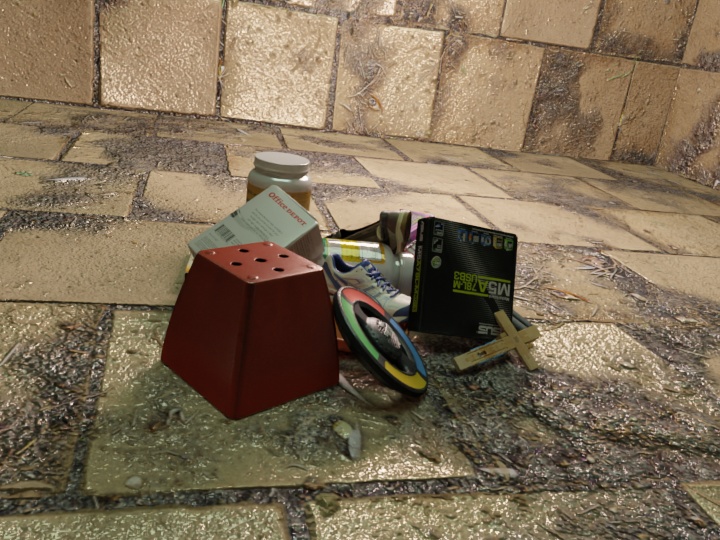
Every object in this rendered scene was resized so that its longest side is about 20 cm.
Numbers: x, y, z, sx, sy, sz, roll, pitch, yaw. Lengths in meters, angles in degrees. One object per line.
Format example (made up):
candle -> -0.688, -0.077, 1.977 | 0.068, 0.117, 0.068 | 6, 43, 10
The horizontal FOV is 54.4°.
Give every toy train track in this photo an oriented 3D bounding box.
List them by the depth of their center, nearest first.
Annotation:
toy train track -> 0.228, 0.136, 1.185 | 0.198, 0.033, 0.115 | -15, 65, -35

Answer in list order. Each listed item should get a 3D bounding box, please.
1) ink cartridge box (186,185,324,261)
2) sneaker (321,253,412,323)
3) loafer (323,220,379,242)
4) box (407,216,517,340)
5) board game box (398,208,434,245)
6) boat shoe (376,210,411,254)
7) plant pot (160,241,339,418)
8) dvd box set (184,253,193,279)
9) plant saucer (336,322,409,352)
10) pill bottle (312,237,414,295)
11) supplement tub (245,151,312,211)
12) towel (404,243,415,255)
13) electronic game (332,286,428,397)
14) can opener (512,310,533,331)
ink cartridge box -> -0.184, -0.041, 1.258 | 0.199, 0.085, 0.146 | -36, 55, -19
sneaker -> 0.015, 0.029, 1.225 | 0.198, 0.089, 0.075 | 16, 19, 17
loafer -> -0.022, -0.073, 1.524 | 0.198, 0.063, 0.072 | -9, 28, 17
box -> 0.181, 0.019, 1.218 | 0.198, 0.196, 0.047 | 10, -9, -28
board game box -> 0.062, -0.075, 1.571 | 0.199, 0.033, 0.120 | -34, 26, -27
boat shoe -> 0.065, -0.076, 1.398 | 0.064, 0.074, 0.200 | 19, -19, 6
plant pot -> -0.153, 0.066, 1.015 | 0.199, 0.178, 0.199 | -12, 28, -43
dvd box set -> -0.267, -0.012, 1.395 | 0.144, 0.030, 0.200 | 5, 19, -10
plant saucer -> -0.013, 0.093, 1.212 | 0.198, 0.033, 0.201 | 8, 19, -3
pill bottle -> 0.000, 0.000, 1.352 | 0.197, 0.114, 0.113 | 4, 20, -11
supplement tub -> -0.183, -0.151, 1.560 | 0.143, 0.202, 0.145 | 7, 19, -3
towel -> 0.149, -0.047, 1.491 | 0.199, 0.030, 0.146 | -34, 19, -17
electronic game -> 0.032, 0.104, 1.051 | 0.200, 0.042, 0.200 | 43, 17, -17
can opener -> 0.238, 0.051, 1.306 | 0.200, 0.067, 0.052 | 43, 32, 19
